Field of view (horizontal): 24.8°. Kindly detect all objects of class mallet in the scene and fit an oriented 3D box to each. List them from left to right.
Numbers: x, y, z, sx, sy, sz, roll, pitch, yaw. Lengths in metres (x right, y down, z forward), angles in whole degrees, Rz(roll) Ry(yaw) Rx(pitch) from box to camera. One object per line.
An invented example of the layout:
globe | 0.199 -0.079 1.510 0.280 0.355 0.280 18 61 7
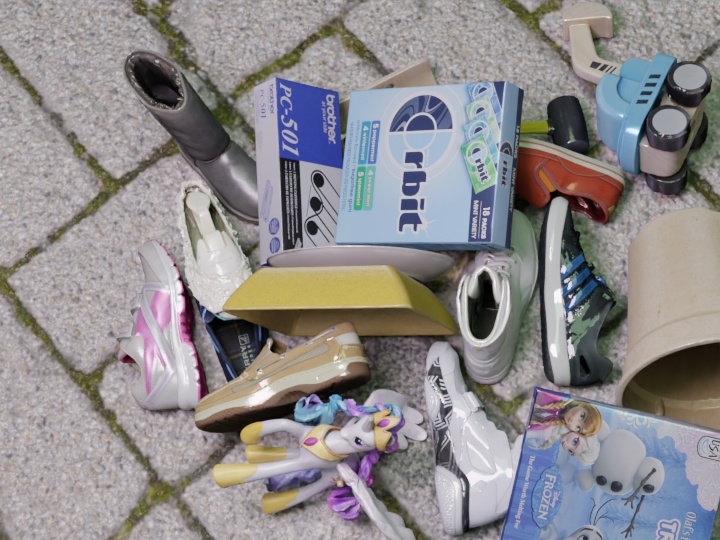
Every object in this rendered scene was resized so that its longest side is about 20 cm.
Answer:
mallet | 0.160 -0.148 1.809 0.198 0.041 0.066 -10 66 -18

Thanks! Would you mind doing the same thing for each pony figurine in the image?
pony figurine | -0.021 0.194 1.645 0.198 0.193 0.168 -14 61 21

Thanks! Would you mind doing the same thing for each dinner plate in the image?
dinner plate | 0.000 0.000 1.708 0.198 0.200 0.025 1 80 7

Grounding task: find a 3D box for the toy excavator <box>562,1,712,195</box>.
toy excavator | 0.292 -0.204 1.818 0.198 0.100 0.195 19 61 20

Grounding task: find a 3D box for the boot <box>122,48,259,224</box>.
boot | -0.165 -0.145 1.784 0.181 0.200 0.073 35 75 19

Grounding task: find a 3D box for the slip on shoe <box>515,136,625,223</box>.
slip on shoe | 0.192 -0.101 1.774 0.198 0.074 0.062 16 74 -12

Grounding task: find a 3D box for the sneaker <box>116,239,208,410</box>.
sneaker | -0.224 0.061 1.767 0.087 0.082 0.202 -13 65 -1

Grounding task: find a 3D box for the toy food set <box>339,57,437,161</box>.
toy food set | 0.059 -0.128 1.828 0.143 0.061 0.201 -27 66 -6

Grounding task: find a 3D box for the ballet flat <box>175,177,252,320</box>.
ballet flat | -0.163 -0.029 1.754 0.071 0.072 0.201 -24 43 -4

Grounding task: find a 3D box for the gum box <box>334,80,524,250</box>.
gum box | 0.072 -0.109 1.739 0.198 0.044 0.172 1 81 35

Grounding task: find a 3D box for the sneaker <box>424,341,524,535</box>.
sneaker | 0.128 0.167 1.686 0.114 0.075 0.202 -7 71 3

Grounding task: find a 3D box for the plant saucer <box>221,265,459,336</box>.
plant saucer | -0.016 0.031 1.672 0.198 0.200 0.049 -1 81 18

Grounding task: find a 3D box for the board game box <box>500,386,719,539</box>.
board game box | 0.245 0.234 1.605 0.197 0.043 0.202 12 92 3

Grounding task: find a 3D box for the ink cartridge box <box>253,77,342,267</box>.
ink cartridge box | -0.066 -0.103 1.792 0.044 0.093 0.202 -17 72 46

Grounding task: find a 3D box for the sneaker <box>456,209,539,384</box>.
sneaker | 0.147 0.007 1.730 0.073 0.116 0.202 6 66 11

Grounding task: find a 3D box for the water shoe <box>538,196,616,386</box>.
water shoe | 0.231 0.023 1.737 0.078 0.072 0.202 0 81 -1

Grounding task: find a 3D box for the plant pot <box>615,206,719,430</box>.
plant pot | 0.348 0.045 1.661 0.198 0.201 0.185 -5 55 5

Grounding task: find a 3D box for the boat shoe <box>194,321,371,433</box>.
boat shoe | -0.084 0.106 1.674 0.198 0.072 0.077 -20 72 16

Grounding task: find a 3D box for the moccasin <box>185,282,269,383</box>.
moccasin | -0.132 0.048 1.769 0.080 0.068 0.201 -25 66 -4
